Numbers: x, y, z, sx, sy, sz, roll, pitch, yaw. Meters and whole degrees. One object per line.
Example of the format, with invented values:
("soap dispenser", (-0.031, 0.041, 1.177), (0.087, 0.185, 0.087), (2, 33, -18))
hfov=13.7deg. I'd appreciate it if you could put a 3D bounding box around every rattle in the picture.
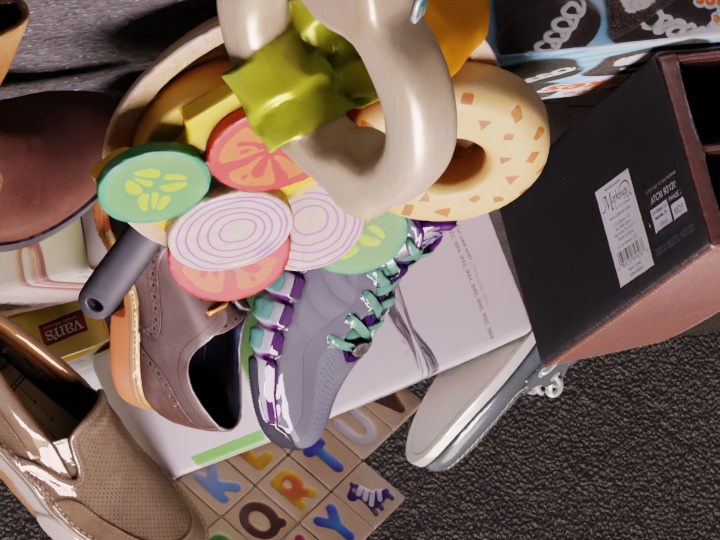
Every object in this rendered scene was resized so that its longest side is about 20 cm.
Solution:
("rattle", (0.028, -0.119, 1.202), (0.142, 0.131, 0.200), (-18, 151, -23))

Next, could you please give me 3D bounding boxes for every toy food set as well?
("toy food set", (-0.025, -0.057, 1.399), (0.197, 0.049, 0.200), (-31, 144, 20))

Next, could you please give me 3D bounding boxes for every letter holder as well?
("letter holder", (0.181, -0.036, 1.537), (0.141, 0.101, 0.200), (-9, 165, -24))

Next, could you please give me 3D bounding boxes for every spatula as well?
("spatula", (-0.087, -0.042, 1.463), (0.200, 0.056, 0.021), (-51, -173, 32))

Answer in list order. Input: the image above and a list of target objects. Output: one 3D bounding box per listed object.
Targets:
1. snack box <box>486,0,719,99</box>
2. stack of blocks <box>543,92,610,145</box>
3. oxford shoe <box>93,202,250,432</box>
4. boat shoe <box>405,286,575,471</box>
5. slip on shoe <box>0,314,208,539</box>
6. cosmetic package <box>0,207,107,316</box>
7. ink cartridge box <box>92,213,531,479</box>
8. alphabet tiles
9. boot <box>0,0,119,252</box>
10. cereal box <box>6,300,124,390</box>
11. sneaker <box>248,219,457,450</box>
("snack box", (0.136, -0.116, 1.486), (0.199, 0.037, 0.116), (-7, 173, -17))
("stack of blocks", (0.095, -0.078, 1.667), (0.115, 0.059, 0.200), (-14, 172, 39))
("oxford shoe", (-0.086, -0.007, 1.531), (0.073, 0.201, 0.071), (26, -135, 34))
("boat shoe", (0.107, 0.047, 1.750), (0.200, 0.062, 0.073), (-50, -159, -2))
("slip on shoe", (-0.154, 0.091, 1.614), (0.061, 0.200, 0.076), (-37, -164, 39))
("cosmetic package", (-0.200, -0.021, 1.626), (0.199, 0.088, 0.103), (-13, 171, 33))
("ink cartridge box", (-0.026, 0.042, 1.693), (0.199, 0.084, 0.145), (-20, 178, -36))
("alphabet tiles", (-0.055, 0.098, 1.750), (0.200, 0.167, 0.008), (-41, 167, -42))
("boot", (-0.175, -0.077, 1.354), (0.187, 0.069, 0.200), (-13, 159, -20))
("cereal box", (-0.194, 0.057, 1.781), (0.143, 0.040, 0.200), (-21, 172, 6))
("sneaker", (0.000, 0.000, 1.539), (0.087, 0.201, 0.074), (12, -171, 23))
